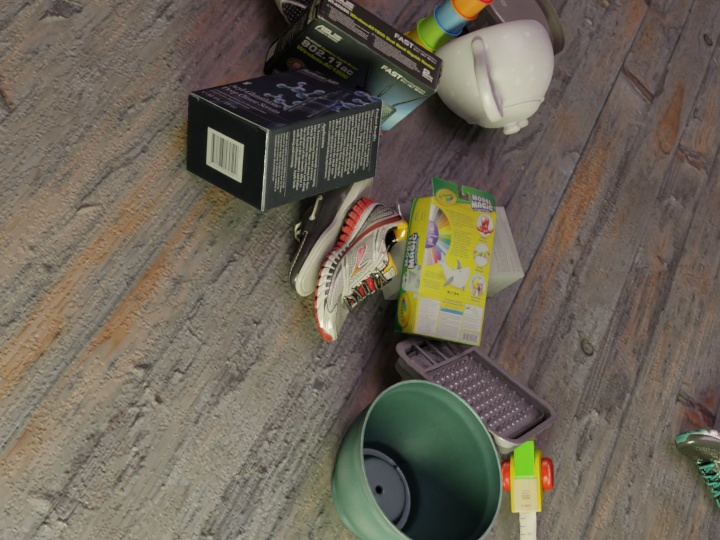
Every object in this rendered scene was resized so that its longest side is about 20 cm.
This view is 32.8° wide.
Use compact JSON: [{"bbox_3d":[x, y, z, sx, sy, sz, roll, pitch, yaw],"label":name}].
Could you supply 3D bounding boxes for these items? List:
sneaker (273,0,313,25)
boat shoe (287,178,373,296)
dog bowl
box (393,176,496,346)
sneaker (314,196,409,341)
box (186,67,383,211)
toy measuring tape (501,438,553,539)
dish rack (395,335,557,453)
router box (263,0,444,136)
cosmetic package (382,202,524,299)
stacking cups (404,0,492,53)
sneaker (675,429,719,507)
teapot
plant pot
[{"bbox_3d":[-0.042,-0.342,1.726,0.200,0.074,0.080,39,3,-32],"label":"sneaker"},{"bbox_3d":[-0.050,-0.056,1.569,0.060,0.074,0.201,19,63,17],"label":"boat shoe"},{"bbox_3d":[0.237,-0.406,1.959,0.199,0.059,0.201,26,43,-27],"label":"dog bowl"},{"bbox_3d":[0.111,-0.011,1.566,0.117,0.048,0.202,13,84,-36],"label":"box"},{"bbox_3d":[0.000,0.000,1.535,0.082,0.078,0.201,20,67,14],"label":"sneaker"},{"bbox_3d":[-0.093,-0.168,1.523,0.148,0.108,0.199,28,34,36],"label":"box"},{"bbox_3d":[0.218,0.303,1.584,0.073,0.073,0.202,7,76,-34],"label":"toy measuring tape"},{"bbox_3d":[0.141,0.156,1.551,0.200,0.044,0.171,38,23,20],"label":"dish rack"},{"bbox_3d":[-0.009,-0.277,1.660,0.199,0.150,0.062,28,54,-21],"label":"router box"},{"bbox_3d":[0.116,-0.025,1.667,0.199,0.081,0.114,1,67,-35],"label":"cosmetic package"},{"bbox_3d":[0.140,-0.372,1.789,0.060,0.200,0.061,16,59,-30],"label":"stacking cups"},{"bbox_3d":[0.545,0.308,1.815,0.199,0.078,0.092,33,55,-16],"label":"sneaker"},{"bbox_3d":[0.202,-0.272,1.800,0.199,0.197,0.147,-14,87,-28],"label":"teapot"},{"bbox_3d":[0.048,0.245,1.432,0.199,0.134,0.202,17,58,-28],"label":"plant pot"}]
